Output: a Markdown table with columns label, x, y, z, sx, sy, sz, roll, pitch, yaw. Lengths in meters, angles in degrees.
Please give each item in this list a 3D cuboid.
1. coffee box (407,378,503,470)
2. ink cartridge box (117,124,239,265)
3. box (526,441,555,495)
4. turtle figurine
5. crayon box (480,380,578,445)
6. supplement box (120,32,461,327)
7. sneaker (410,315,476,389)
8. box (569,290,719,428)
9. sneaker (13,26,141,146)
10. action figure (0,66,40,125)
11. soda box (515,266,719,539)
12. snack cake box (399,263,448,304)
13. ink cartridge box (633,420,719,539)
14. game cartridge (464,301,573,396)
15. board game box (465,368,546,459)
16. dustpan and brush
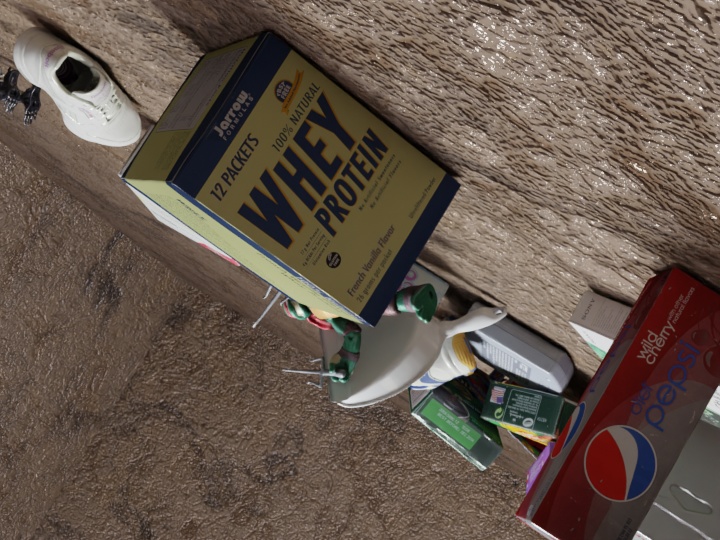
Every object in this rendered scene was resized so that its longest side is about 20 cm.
| label | x | y | z | sx | sy | sz | roll | pitch | yaw |
| --- | --- | --- | --- | --- | --- | --- | --- | --- | --- |
| coffee box | 0.114 | 0.162 | 1.547 | 0.123 | 0.044 | 0.200 | 39 | -167 | -11 |
| ink cartridge box | -0.218 | -0.096 | 1.616 | 0.144 | 0.084 | 0.200 | 30 | 172 | 11 |
| box | 0.303 | 0.246 | 1.423 | 0.197 | 0.040 | 0.137 | 6 | 157 | -2 |
| turtle figurine | -0.026 | 0.029 | 1.236 | 0.198 | 0.101 | 0.150 | -20 | 124 | 33 |
| crayon box | 0.258 | 0.194 | 1.475 | 0.199 | 0.051 | 0.126 | 24 | 170 | -36 |
| supplement box | -0.063 | -0.072 | 0.993 | 0.199 | 0.135 | 0.199 | 35 | 172 | -20 |
| sneaker | 0.085 | 0.101 | 1.435 | 0.200 | 0.087 | 0.076 | 55 | -168 | -81 |
| box | 0.282 | 0.092 | 1.003 | 0.199 | 0.037 | 0.144 | 26 | 169 | 43 |
| sneaker | -0.316 | -0.199 | 1.414 | 0.099 | 0.075 | 0.200 | 27 | 170 | 39 |
| action figure | -0.584 | -0.286 | 1.832 | 0.199 | 0.103 | 0.119 | 28 | -178 | 21 |
| soda box | 0.187 | 0.102 | 0.836 | 0.070 | 0.201 | 0.063 | 32 | 172 | 2 |
| snack cake box | 0.000 | 0.000 | 1.419 | 0.199 | 0.068 | 0.115 | 32 | 170 | 3 |
| ink cartridge box | 0.316 | 0.212 | 1.195 | 0.144 | 0.146 | 0.200 | 31 | 172 | 9 |
| game cartridge | 0.184 | 0.099 | 1.417 | 0.133 | 0.041 | 0.200 | 35 | 173 | 12 |
| board game box | 0.220 | 0.187 | 1.600 | 0.200 | 0.039 | 0.158 | 45 | -168 | 2 |
| dustpan and brush | 0.059 | 0.069 | 1.301 | 0.057 | 0.198 | 0.141 | 53 | -163 | -42 |
